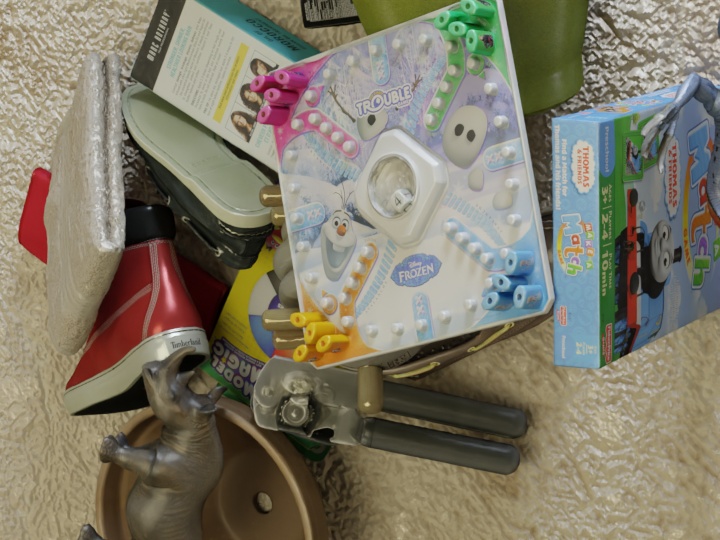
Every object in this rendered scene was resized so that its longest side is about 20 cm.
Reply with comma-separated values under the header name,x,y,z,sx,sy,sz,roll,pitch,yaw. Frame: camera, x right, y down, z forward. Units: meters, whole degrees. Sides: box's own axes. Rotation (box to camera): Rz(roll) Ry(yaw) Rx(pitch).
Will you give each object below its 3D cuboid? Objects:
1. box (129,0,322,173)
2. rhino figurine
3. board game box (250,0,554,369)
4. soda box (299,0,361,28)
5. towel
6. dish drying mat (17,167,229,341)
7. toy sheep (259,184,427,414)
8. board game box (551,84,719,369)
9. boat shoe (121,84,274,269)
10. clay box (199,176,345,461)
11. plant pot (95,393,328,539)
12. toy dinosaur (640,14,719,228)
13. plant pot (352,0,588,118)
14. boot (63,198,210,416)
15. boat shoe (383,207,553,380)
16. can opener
name,x,y,z,sx,sy,sz,roll,pitch,yaw
box,-0.071,-0.133,1.660,0.199,0.049,0.083,34,115,22
rhino figurine,-0.144,0.144,1.646,0.087,0.060,0.201,19,109,7
board game box,0.020,-0.053,1.425,0.199,0.026,0.202,-16,80,39
soda box,-0.011,-0.274,1.581,0.063,0.071,0.202,-3,99,31
towel,-0.207,-0.054,1.691,0.133,0.034,0.201,118,153,-47
dish drying mat,-0.188,-0.004,1.780,0.199,0.018,0.077,31,118,22
toy sheep,0.000,0.000,1.540,0.137,0.138,0.202,-11,74,33
board game box,0.179,-0.033,1.433,0.036,0.200,0.152,5,103,30
boat shoe,-0.123,-0.069,1.677,0.199,0.074,0.066,42,137,39
clay box,-0.043,0.040,1.679,0.115,0.048,0.201,34,115,22
plant pot,-0.097,0.186,1.716,0.200,0.093,0.202,7,104,30
toy dinosaur,0.260,-0.116,1.416,0.104,0.200,0.182,24,133,18
plant pot,0.071,-0.202,1.487,0.199,0.200,0.194,3,113,32
boot,-0.184,0.027,1.742,0.200,0.072,0.145,-37,64,54
boat shoe,0.085,0.019,1.587,0.199,0.059,0.072,-32,82,33
can opener,0.019,0.106,1.626,0.199,0.067,0.054,12,80,2
